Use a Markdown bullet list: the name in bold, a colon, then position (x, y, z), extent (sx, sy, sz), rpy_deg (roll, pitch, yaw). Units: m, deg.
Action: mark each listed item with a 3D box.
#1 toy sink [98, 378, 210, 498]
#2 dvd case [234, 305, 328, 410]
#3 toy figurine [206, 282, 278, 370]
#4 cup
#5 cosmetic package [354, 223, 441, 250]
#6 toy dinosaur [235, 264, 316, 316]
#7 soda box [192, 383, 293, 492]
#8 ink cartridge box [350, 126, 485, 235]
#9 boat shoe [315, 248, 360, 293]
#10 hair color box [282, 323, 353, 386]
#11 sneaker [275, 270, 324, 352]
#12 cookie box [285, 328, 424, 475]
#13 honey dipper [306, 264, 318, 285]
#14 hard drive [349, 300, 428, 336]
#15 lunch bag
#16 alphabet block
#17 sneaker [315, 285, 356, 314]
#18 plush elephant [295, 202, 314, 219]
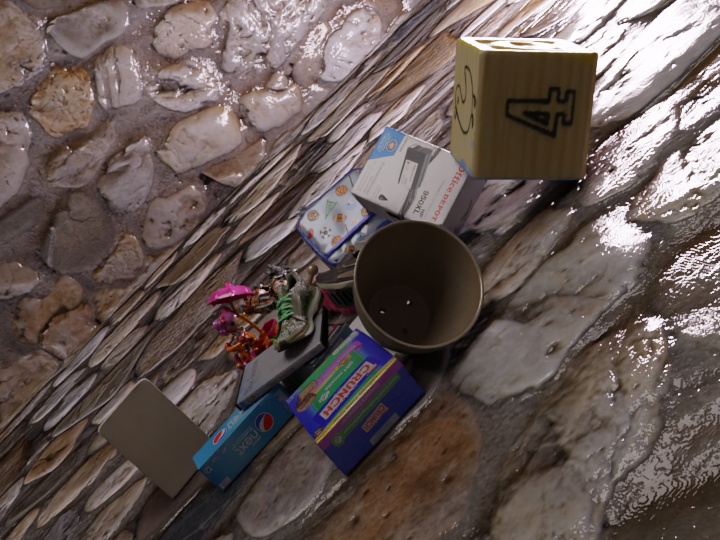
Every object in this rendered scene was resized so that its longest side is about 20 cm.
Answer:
- **toy sink**: position (-0.395, 0.309, 1.724), extent (0.131, 0.200, 0.112), rpy_deg (-50, 20, -17)
- **dvd case**: position (-0.138, 0.153, 1.613), extent (0.199, 0.018, 0.143), rpy_deg (-37, 19, 14)
- **toy figurine**: position (-0.237, 0.119, 1.825), extent (0.149, 0.184, 0.201), rpy_deg (-28, 25, 38)
- **cup**: position (0.073, 0.044, 1.386), extent (0.201, 0.199, 0.144), rpy_deg (-52, -4, -25)
- **cosmetic package**: position (0.075, -0.028, 1.614), extent (0.050, 0.084, 0.199), rpy_deg (-23, 10, -36)
- **toy dinosaur**: position (-0.170, 0.054, 1.958), extent (0.196, 0.104, 0.136), rpy_deg (2, 15, 1)
- **soda box**: position (-0.200, 0.282, 1.591), extent (0.200, 0.064, 0.068), rpy_deg (-47, 19, -8)
- **ink cartridge box**: position (0.105, -0.153, 1.649), extent (0.198, 0.084, 0.146), rpy_deg (26, 84, 27)
- **boat shoe**: position (0.000, 0.000, 1.628), extent (0.198, 0.074, 0.075), rpy_deg (-5, 80, 41)
- **hair color box**: position (-0.084, 0.153, 1.632), extent (0.099, 0.061, 0.199), rpy_deg (-52, 20, -23)
- **sneaker**: position (-0.129, 0.070, 1.612), extent (0.076, 0.089, 0.201), rpy_deg (-32, 19, 22)
- **cookie box**: position (-0.013, 0.192, 1.382), extent (0.171, 0.075, 0.200), rpy_deg (-45, 20, -6)
- **honey dipper**: position (-0.117, 0.086, 1.749), extent (0.038, 0.038, 0.203), rpy_deg (7, 79, 66)
- **hard drive**: position (0.062, 0.071, 1.558), extent (0.132, 0.027, 0.199), rpy_deg (-49, 19, -16)
- **lunch bag**: position (-0.012, -0.096, 1.757), extent (0.200, 0.076, 0.160), rpy_deg (-42, 60, -5)
- **alphabet block**: position (0.260, -0.268, 1.486), extent (0.193, 0.203, 0.196), rpy_deg (-1, 19, -7)
- **sneaker**: position (-0.039, 0.037, 1.782), extent (0.095, 0.080, 0.199), rpy_deg (-42, 16, -33)
- **plush elephant**: position (-0.024, -0.088, 1.906), extent (0.197, 0.156, 0.166), rpy_deg (-15, -31, -13)
